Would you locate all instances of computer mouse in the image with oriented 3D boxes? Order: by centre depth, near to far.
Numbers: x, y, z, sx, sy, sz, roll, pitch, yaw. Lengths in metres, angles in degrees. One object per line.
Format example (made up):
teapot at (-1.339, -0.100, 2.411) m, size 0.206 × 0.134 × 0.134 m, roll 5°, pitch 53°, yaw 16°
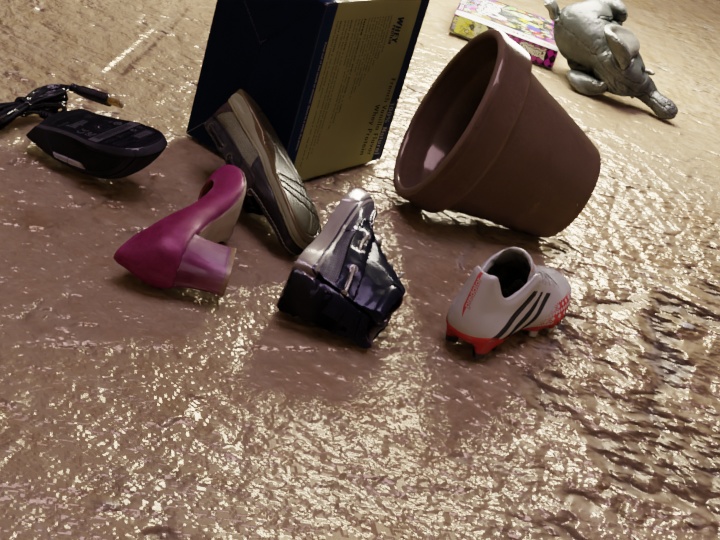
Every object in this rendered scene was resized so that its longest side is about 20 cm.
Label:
computer mouse at (-0.257, -0.131, 1.236) m, size 0.197 × 0.047 × 0.140 m, roll 15°, pitch 27°, yaw 20°

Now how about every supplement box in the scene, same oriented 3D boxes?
supplement box at (-0.054, -0.220, 1.365) m, size 0.133 × 0.202 × 0.199 m, roll 31°, pitch 28°, yaw 25°

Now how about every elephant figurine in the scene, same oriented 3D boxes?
elephant figurine at (0.389, -0.327, 1.993) m, size 0.153 × 0.142 × 0.202 m, roll -16°, pitch 50°, yaw -6°

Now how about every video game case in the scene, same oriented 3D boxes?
video game case at (0.243, -0.403, 2.137) m, size 0.179 × 0.036 × 0.200 m, roll 21°, pitch 25°, yaw 2°

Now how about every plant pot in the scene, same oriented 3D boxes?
plant pot at (0.157, -0.126, 1.370) m, size 0.173 × 0.201 × 0.201 m, roll 29°, pitch 21°, yaw -19°

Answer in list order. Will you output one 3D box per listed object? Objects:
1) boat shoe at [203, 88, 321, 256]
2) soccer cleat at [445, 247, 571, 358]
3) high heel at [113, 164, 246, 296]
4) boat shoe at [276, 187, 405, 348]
boat shoe at (-0.097, -0.085, 1.227) m, size 0.072 × 0.066 × 0.202 m, roll 38°, pitch 21°, yaw -54°
soccer cleat at (0.144, 0.015, 1.161) m, size 0.068 × 0.086 × 0.199 m, roll 31°, pitch 28°, yaw 26°
high heel at (-0.154, -0.046, 1.113) m, size 0.095 × 0.068 × 0.201 m, roll 16°, pitch 35°, yaw -10°
boat shoe at (0.000, 0.000, 1.126) m, size 0.092 × 0.075 × 0.200 m, roll 28°, pitch 32°, yaw 3°
